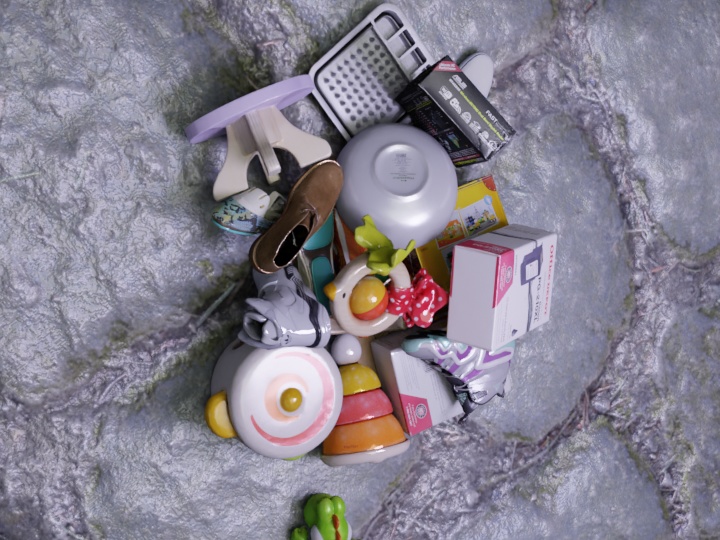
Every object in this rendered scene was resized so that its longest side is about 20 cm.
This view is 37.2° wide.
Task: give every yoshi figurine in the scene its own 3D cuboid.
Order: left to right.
[{"bbox_3d":[-0.053,0.440,1.697,0.112,0.110,0.204,-22,119,-54],"label":"yoshi figurine"}]

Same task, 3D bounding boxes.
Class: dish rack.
[{"bbox_3d":[0.019,-0.297,1.675,0.200,0.043,0.173,-44,111,-15],"label":"dish rack"}]

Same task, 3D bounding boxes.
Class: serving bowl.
[{"bbox_3d":[0.056,-0.137,1.603,0.196,0.066,0.204,3,70,-8],"label":"serving bowl"}]

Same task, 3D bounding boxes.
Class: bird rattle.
[{"bbox_3d":[0.028,0.025,1.556,0.162,0.113,0.201,-36,137,-7],"label":"bird rattle"}]

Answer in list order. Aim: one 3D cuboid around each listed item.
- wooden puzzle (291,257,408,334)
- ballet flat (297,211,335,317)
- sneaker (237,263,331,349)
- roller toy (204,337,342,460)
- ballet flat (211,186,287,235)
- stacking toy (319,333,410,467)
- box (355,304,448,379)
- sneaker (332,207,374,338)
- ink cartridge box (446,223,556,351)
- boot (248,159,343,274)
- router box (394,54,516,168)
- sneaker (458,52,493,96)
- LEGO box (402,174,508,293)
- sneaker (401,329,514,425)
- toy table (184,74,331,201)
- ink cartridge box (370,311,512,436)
[{"bbox_3d":[-0.010,0.004,1.674,0.196,0.037,0.189,-2,84,-23],"label":"wooden puzzle"},{"bbox_3d":[-0.074,-0.028,1.602,0.068,0.069,0.205,-5,93,-24],"label":"ballet flat"},{"bbox_3d":[-0.134,0.046,1.551,0.113,0.200,0.076,-5,125,-35],"label":"sneaker"},{"bbox_3d":[-0.126,0.181,1.601,0.198,0.139,0.185,26,84,-24],"label":"roller toy"},{"bbox_3d":[-0.148,-0.088,1.558,0.199,0.073,0.076,5,94,-68],"label":"ballet flat"},{"bbox_3d":[-0.005,0.197,1.674,0.143,0.146,0.204,-7,87,-24],"label":"stacking toy"},{"bbox_3d":[0.070,0.082,1.746,0.197,0.021,0.167,-18,102,-23],"label":"box"},{"bbox_3d":[0.000,0.000,1.622,0.076,0.073,0.204,-7,87,-24],"label":"sneaker"},{"bbox_3d":[0.217,0.021,1.617,0.199,0.083,0.148,-19,117,-54],"label":"ink cartridge box"},{"bbox_3d":[-0.075,-0.076,1.521,0.074,0.075,0.201,44,68,-22],"label":"boot"},{"bbox_3d":[0.137,-0.231,1.585,0.062,0.200,0.150,-43,98,-4],"label":"router box"},{"bbox_3d":[0.169,-0.262,1.732,0.072,0.071,0.203,29,83,-24],"label":"sneaker"},{"bbox_3d":[0.143,-0.049,1.708,0.198,0.077,0.152,-22,94,-31],"label":"LEGO box"},{"bbox_3d":[0.149,0.167,1.645,0.196,0.077,0.143,4,94,-24],"label":"sneaker"},{"bbox_3d":[-0.142,-0.189,1.546,0.197,0.184,0.119,-23,90,6],"label":"toy table"},{"bbox_3d":[0.132,0.155,1.724,0.197,0.083,0.148,-20,105,-21],"label":"ink cartridge box"}]
